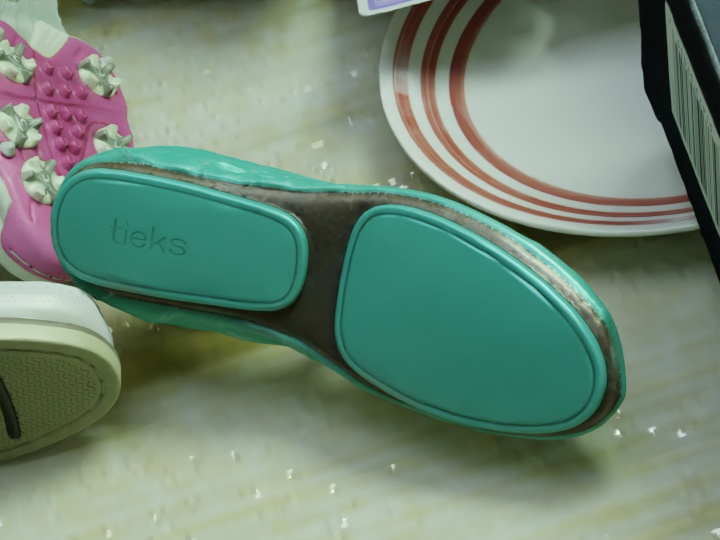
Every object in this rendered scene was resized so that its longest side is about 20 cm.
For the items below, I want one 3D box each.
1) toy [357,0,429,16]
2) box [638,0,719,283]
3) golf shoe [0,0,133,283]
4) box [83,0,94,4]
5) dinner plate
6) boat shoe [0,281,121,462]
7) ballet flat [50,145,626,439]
[{"bbox_3d":[0.044,-0.163,1.091,0.115,0.047,0.200,-15,33,4],"label":"toy"},{"bbox_3d":[0.196,-0.060,0.898,0.200,0.107,0.149,-12,49,-2],"label":"box"},{"bbox_3d":[-0.139,-0.065,1.075,0.092,0.075,0.200,-42,48,29],"label":"golf shoe"},{"bbox_3d":[-0.033,-0.198,1.145,0.137,0.040,0.200,-20,33,44],"label":"box"},{"bbox_3d":[0.106,-0.076,1.028,0.200,0.024,0.200,-9,44,9],"label":"dinner plate"},{"bbox_3d":[-0.174,0.026,0.977,0.200,0.075,0.068,-9,49,11],"label":"boat shoe"},{"bbox_3d":[0.000,0.000,0.948,0.200,0.067,0.070,16,14,20],"label":"ballet flat"}]
